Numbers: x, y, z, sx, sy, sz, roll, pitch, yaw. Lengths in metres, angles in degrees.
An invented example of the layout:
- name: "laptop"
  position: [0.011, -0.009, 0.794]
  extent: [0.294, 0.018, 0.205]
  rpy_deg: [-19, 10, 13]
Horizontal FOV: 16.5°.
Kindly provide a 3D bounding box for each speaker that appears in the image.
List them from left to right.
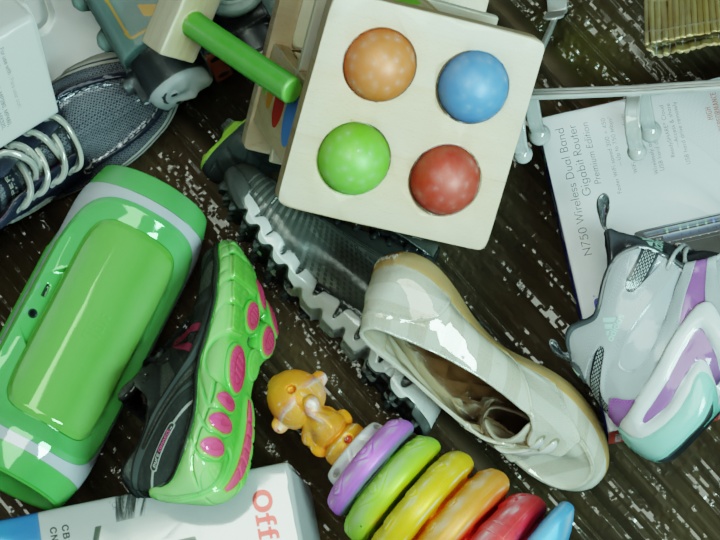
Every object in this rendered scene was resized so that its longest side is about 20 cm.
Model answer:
- name: "speaker"
  position: [-0.169, 0.040, 1.496]
  extent: [0.088, 0.089, 0.201]
  rpy_deg: [23, 73, 10]

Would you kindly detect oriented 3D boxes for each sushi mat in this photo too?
- name: "sushi mat"
  position: [0.217, -0.183, 1.486]
  extent: [0.095, 0.200, 0.012]
  rpy_deg: [-6, 121, 10]

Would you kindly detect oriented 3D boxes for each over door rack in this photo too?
- name: "over door rack"
  position: [0.173, -0.120, 1.475]
  extent: [0.147, 0.200, 0.067]
  rpy_deg: [-1, 122, 13]

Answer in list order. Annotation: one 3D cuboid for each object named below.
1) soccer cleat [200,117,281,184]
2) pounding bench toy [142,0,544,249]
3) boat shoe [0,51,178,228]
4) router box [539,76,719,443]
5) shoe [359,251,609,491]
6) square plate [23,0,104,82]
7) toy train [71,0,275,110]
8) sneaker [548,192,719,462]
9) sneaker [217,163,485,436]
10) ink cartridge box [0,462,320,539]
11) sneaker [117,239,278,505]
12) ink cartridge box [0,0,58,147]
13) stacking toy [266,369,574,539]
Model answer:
- name: "soccer cleat"
  position: [-0.001, -0.091, 1.531]
  extent: [0.199, 0.068, 0.081]
  rpy_deg: [-26, 81, -3]
- name: "pounding bench toy"
  position: [-0.018, -0.106, 1.405]
  extent: [0.199, 0.156, 0.125]
  rpy_deg: [12, 105, -15]
- name: "boat shoe"
  position: [-0.198, -0.066, 1.517]
  extent: [0.199, 0.093, 0.075]
  rpy_deg: [-30, 107, 2]
- name: "router box"
  position: [0.214, -0.012, 1.500]
  extent: [0.178, 0.049, 0.201]
  rpy_deg: [-13, 77, 2]
- name: "shoe"
  position: [0.070, 0.072, 1.447]
  extent: [0.200, 0.070, 0.054]
  rpy_deg: [43, 44, -23]
- name: "square plate"
  position: [-0.229, -0.170, 1.586]
  extent: [0.197, 0.028, 0.201]
  rpy_deg: [-21, 77, 1]
- name: "toy train"
  position: [-0.130, -0.195, 1.513]
  extent: [0.114, 0.085, 0.201]
  rpy_deg: [-31, 79, 0]
- name: "sneaker"
  position: [0.195, -0.002, 1.435]
  extent: [0.200, 0.078, 0.140]
  rpy_deg: [-43, 78, -5]
- name: "sneaker"
  position: [0.000, 0.000, 1.508]
  extent: [0.090, 0.066, 0.200]
  rpy_deg: [-42, 87, -11]
- name: "ink cartridge box"
  position: [-0.119, 0.205, 1.465]
  extent: [0.199, 0.084, 0.147]
  rpy_deg: [-13, 77, 3]
- name: "sneaker"
  position: [-0.101, 0.055, 1.466]
  extent: [0.083, 0.077, 0.201]
  rpy_deg: [-10, 38, 19]
- name: "ink cartridge box"
  position: [-0.302, -0.108, 1.471]
  extent: [0.199, 0.085, 0.145]
  rpy_deg: [-34, 51, -20]
- name: "stacking toy"
  position: [0.021, 0.130, 1.452]
  extent: [0.200, 0.110, 0.116]
  rpy_deg: [40, 81, 9]
